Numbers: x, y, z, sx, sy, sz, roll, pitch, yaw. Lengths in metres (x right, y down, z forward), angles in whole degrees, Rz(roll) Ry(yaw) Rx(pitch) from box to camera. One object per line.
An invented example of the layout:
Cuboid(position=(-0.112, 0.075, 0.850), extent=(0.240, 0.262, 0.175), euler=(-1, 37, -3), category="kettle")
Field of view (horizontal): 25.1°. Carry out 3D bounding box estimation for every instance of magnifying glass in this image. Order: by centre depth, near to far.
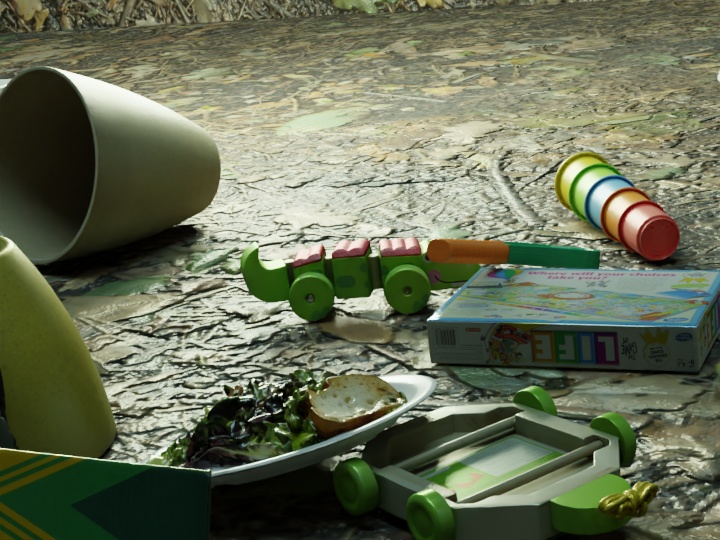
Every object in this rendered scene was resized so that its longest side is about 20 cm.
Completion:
Cuboid(position=(0.123, -0.013, 1.308), extent=(0.079, 0.023, 0.199), euler=(8, 2, 40), category="magnifying glass")

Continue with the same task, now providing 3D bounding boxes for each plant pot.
Cuboid(position=(-0.272, 0.057, 1.089), extent=(0.198, 0.143, 0.200), euler=(-5, 16, 1), category="plant pot")
Cuboid(position=(-0.241, -0.103, 1.615), extent=(0.186, 0.189, 0.199), euler=(9, 8, 43), category="plant pot")

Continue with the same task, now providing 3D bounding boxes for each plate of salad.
Cuboid(position=(-0.050, 0.089, 1.008), extent=(0.198, 0.048, 0.200), euler=(-17, 6, 2), category="plate of salad")

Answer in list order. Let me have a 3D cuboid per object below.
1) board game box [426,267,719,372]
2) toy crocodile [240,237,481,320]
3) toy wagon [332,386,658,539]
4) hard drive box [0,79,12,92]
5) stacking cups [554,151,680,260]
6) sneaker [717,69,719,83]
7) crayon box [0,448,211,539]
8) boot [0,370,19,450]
Cuboid(position=(0.165, 0.034, 1.201), extent=(0.198, 0.035, 0.134), euler=(1, 17, 23), category="board game box")
Cuboid(position=(0.000, 0.000, 1.330), extent=(0.198, 0.062, 0.068), euler=(-4, 16, 4), category="toy crocodile")
Cuboid(position=(0.087, 0.119, 0.926), extent=(0.154, 0.040, 0.199), euler=(-18, 20, -33), category="toy wagon")
Cuboid(position=(-0.449, -0.126, 1.766), extent=(0.198, 0.157, 0.077), euler=(3, 18, 32), category="hard drive box")
Cuboid(position=(0.232, -0.051, 1.452), extent=(0.060, 0.061, 0.200), euler=(-9, 21, -9), category="stacking cups")
Cuboid(position=(0.504, -0.265, 2.016), extent=(0.074, 0.088, 0.200), euler=(-9, 17, -17), category="sneaker")
Cuboid(position=(-0.189, 0.122, 0.798), extent=(0.198, 0.051, 0.127), euler=(10, -20, -27), category="crayon box")
Cuboid(position=(-0.279, 0.080, 0.953), extent=(0.137, 0.201, 0.078), euler=(-12, -25, -11), category="boot")
